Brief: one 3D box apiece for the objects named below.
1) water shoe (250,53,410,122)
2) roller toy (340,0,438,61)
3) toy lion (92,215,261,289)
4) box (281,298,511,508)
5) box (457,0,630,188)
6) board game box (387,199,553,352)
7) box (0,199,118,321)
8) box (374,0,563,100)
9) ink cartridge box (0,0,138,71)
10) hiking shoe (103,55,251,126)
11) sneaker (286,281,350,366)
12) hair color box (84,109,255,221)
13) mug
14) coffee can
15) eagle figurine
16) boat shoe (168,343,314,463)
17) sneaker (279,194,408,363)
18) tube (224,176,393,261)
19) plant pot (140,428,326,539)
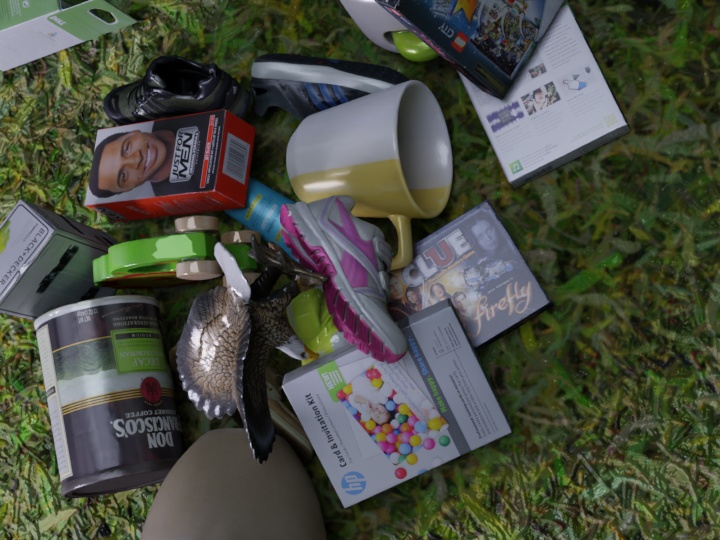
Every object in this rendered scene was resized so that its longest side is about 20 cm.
[{"bbox_3d":[-0.031,-0.201,1.510,0.199,0.071,0.079,12,113,17],"label":"water shoe"},{"bbox_3d":[0.053,-0.348,1.441,0.200,0.140,0.183,38,87,33],"label":"roller toy"},{"bbox_3d":[-0.217,-0.008,1.455,0.191,0.200,0.069,-7,82,15],"label":"toy lion"},{"bbox_3d":[0.039,0.142,1.393,0.200,0.041,0.156,-25,101,7],"label":"box"},{"bbox_3d":[0.192,-0.211,1.448,0.144,0.036,0.200,-26,76,12],"label":"box"},{"bbox_3d":[0.091,0.032,1.432,0.200,0.035,0.136,-32,75,7],"label":"board game box"},{"bbox_3d":[-0.351,-0.002,1.497,0.060,0.200,0.117,40,95,19],"label":"box"},{"bbox_3d":[0.119,-0.286,1.362,0.038,0.200,0.137,34,92,46],"label":"box"},{"bbox_3d":[-0.390,-0.316,1.611,0.200,0.104,0.059,-16,78,15],"label":"ink cartridge box"},{"bbox_3d":[-0.229,-0.217,1.530,0.200,0.101,0.076,-1,57,27],"label":"hiking shoe"},{"bbox_3d":[-0.034,0.090,1.457,0.076,0.105,0.201,-12,106,-1],"label":"sneaker"},{"bbox_3d":[-0.222,-0.120,1.517,0.200,0.061,0.102,-5,71,33],"label":"hair color box"},{"bbox_3d":[0.000,-0.109,1.429,0.153,0.150,0.187,-6,50,26],"label":"mug"},{"bbox_3d":[-0.282,0.144,1.480,0.146,0.146,0.201,-17,76,14],"label":"coffee can"},{"bbox_3d":[-0.112,0.075,1.327,0.151,0.152,0.200,31,91,7],"label":"eagle figurine"},{"bbox_3d":[-0.121,0.135,1.468,0.200,0.074,0.066,40,56,4],"label":"boat shoe"},{"bbox_3d":[0.000,0.000,1.344,0.088,0.081,0.200,-28,79,-18],"label":"sneaker"},{"bbox_3d":[-0.064,-0.038,1.498,0.200,0.050,0.078,32,102,13],"label":"tube"},{"bbox_3d":[-0.129,0.246,1.400,0.200,0.200,0.135,-2,68,17],"label":"plant pot"}]
